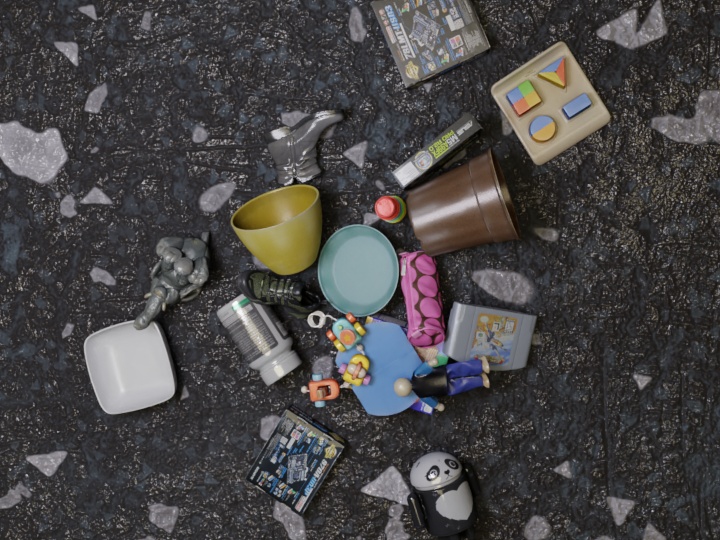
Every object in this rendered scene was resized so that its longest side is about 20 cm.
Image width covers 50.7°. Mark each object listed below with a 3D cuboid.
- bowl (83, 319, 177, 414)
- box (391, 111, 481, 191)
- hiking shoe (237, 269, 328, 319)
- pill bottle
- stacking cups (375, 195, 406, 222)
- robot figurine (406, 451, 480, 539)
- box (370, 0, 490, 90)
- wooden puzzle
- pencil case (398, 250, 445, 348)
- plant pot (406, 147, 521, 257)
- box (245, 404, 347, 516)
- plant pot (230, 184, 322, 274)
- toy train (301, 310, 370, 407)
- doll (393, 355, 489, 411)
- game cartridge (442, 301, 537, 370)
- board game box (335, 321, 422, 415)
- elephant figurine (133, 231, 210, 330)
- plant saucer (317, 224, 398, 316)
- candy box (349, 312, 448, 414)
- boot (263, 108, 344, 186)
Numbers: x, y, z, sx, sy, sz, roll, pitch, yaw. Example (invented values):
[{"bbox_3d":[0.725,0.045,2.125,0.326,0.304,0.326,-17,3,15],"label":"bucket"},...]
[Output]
[{"bbox_3d":[-0.525,0.217,1.766,0.198,0.075,0.202,-15,93,9],"label":"bowl"},{"bbox_3d":[0.162,-0.244,1.592,0.199,0.160,0.044,-37,87,8],"label":"box"},{"bbox_3d":[-0.169,0.039,1.653,0.199,0.100,0.076,23,57,-31],"label":"hiking shoe"},{"bbox_3d":[-0.223,0.148,1.699,0.113,0.113,0.201,-33,89,9],"label":"pill bottle"},{"bbox_3d":[0.062,-0.126,1.593,0.060,0.200,0.061,1,96,6],"label":"stacking cups"},{"bbox_3d":[0.184,0.498,1.661,0.124,0.150,0.202,-18,92,22],"label":"robot figurine"},{"bbox_3d":[0.150,-0.520,1.628,0.197,0.050,0.201,-24,91,10],"label":"box"},{"bbox_3d":[0.402,-0.353,1.607,0.184,0.046,0.201,-32,90,9],"label":"wooden puzzle"},{"bbox_3d":[0.126,0.060,1.618,0.090,0.094,0.202,-21,60,24],"label":"pencil case"},{"bbox_3d":[0.211,-0.127,1.585,0.197,0.200,0.202,-18,92,16],"label":"plant pot"},{"bbox_3d":[-0.148,0.435,1.743,0.158,0.046,0.201,31,98,5],"label":"box"},{"bbox_3d":[-0.163,-0.077,1.651,0.198,0.201,0.143,-14,119,9],"label":"plant pot"},{"bbox_3d":[-0.054,0.187,1.581,0.149,0.056,0.202,-2,95,2],"label":"toy train"},{"bbox_3d":[0.168,0.235,1.585,0.198,0.049,0.137,-8,120,-6],"label":"doll"},{"bbox_3d":[0.278,0.145,1.628,0.198,0.041,0.134,9,92,-19],"label":"game cartridge"},{"bbox_3d":[0.048,0.205,1.628,0.157,0.039,0.201,-32,94,4],"label":"board game box"},{"bbox_3d":[-0.424,0.023,1.716,0.201,0.154,0.142,-56,47,32],"label":"elephant figurine"},{"bbox_3d":[0.000,0.000,1.674,0.198,0.036,0.202,1,92,27],"label":"plant saucer"},{"bbox_3d":[0.088,0.201,1.677,0.198,0.077,0.171,17,97,8],"label":"candy box"},{"bbox_3d":[-0.107,-0.270,1.681,0.199,0.070,0.133,-19,94,20],"label":"boot"}]
